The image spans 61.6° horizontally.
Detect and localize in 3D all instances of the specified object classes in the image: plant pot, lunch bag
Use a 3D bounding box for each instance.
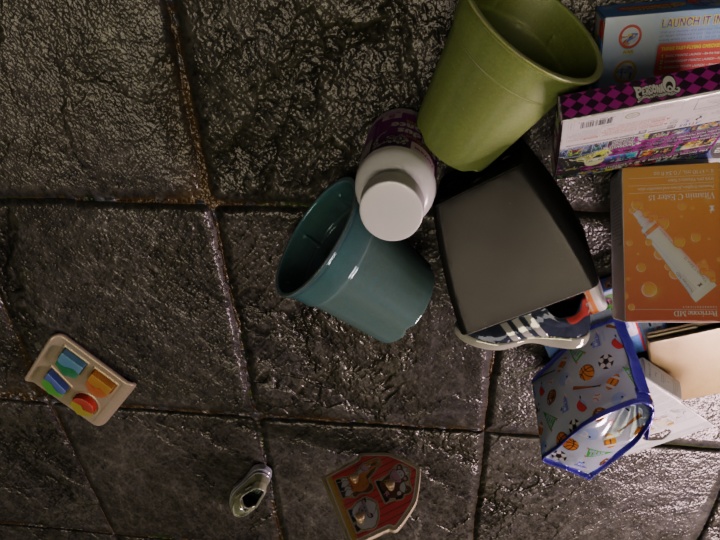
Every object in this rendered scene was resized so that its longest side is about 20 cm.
[{"bbox_3d":[0.000,0.000,0.936,0.194,0.204,0.199,35,124,-25],"label":"plant pot"},{"bbox_3d":[0.201,-0.063,0.860,0.196,0.201,0.181,-24,107,23],"label":"plant pot"},{"bbox_3d":[0.162,-0.234,0.758,0.195,0.204,0.191,26,138,-10],"label":"plant pot"},{"bbox_3d":[0.380,0.203,0.971,0.120,0.173,0.203,19,129,-11],"label":"lunch bag"}]

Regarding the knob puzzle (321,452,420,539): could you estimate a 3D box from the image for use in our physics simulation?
[{"bbox_3d":[0.034,0.443,1.235,0.211,0.223,0.031,-5,125,12],"label":"knob puzzle"}]

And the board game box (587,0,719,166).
[{"bbox_3d":[0.397,-0.237,0.780,0.192,0.057,0.201,0,124,9],"label":"board game box"}]

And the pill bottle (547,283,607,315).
[{"bbox_3d":[0.274,0.040,0.955,0.196,0.116,0.115,-24,118,23],"label":"pill bottle"}]

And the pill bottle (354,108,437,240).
[{"bbox_3d":[0.050,-0.131,0.820,0.108,0.203,0.115,4,127,6],"label":"pill bottle"}]

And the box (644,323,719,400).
[{"bbox_3d":[0.572,0.153,1.015,0.159,0.022,0.202,-15,133,18],"label":"box"}]

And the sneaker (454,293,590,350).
[{"bbox_3d":[0.232,0.060,0.872,0.192,0.076,0.087,-3,116,5],"label":"sneaker"}]

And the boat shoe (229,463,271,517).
[{"bbox_3d":[-0.265,0.528,1.412,0.070,0.063,0.203,24,126,-8],"label":"boat shoe"}]

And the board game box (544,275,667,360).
[{"bbox_3d":[0.402,0.089,1.016,0.195,0.037,0.153,-22,120,21],"label":"board game box"}]

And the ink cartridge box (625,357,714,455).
[{"bbox_3d":[0.488,0.249,1.080,0.170,0.044,0.200,31,139,-13],"label":"ink cartridge box"}]

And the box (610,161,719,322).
[{"bbox_3d":[0.414,-0.034,0.826,0.120,0.097,0.208,-1,89,14],"label":"box"}]

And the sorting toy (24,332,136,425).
[{"bbox_3d":[-0.600,0.242,1.286,0.198,0.037,0.185,37,122,-17],"label":"sorting toy"}]

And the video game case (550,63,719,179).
[{"bbox_3d":[0.329,-0.169,0.714,0.193,0.037,0.181,-8,165,15],"label":"video game case"}]
